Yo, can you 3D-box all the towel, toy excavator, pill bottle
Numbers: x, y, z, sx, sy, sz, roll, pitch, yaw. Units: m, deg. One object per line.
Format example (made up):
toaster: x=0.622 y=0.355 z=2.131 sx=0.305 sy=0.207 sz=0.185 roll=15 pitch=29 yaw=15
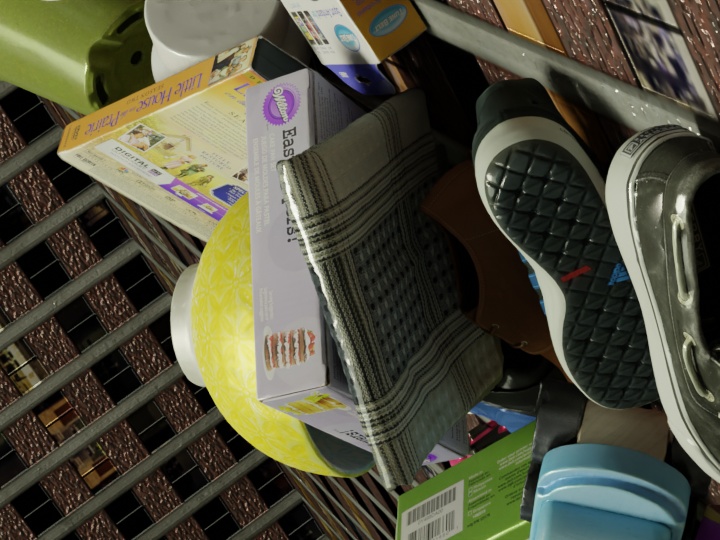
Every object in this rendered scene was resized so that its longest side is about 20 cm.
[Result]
towel: x=0.029 y=0.003 z=1.074 sx=0.200 sy=0.034 sz=0.193 roll=-39 pitch=-68 yaw=-64
toy excavator: x=0.123 y=0.189 z=1.044 sx=0.100 sy=0.200 sz=0.195 roll=13 pitch=143 yaw=10
pill bottle: x=-0.082 y=-0.128 z=1.314 sx=0.110 sy=0.110 sz=0.200 roll=49 pitch=169 yaw=27

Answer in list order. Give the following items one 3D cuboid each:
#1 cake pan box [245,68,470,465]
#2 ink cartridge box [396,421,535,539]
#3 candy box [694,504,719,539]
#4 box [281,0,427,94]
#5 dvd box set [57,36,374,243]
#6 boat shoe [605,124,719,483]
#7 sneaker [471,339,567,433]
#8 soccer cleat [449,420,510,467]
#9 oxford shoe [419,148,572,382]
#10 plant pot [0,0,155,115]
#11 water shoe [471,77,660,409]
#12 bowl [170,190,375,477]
cake pan box: x=0.000 y=0.000 z=1.114 sx=0.184 sy=0.052 sz=0.200 roll=32 pitch=-130 yaw=-59
ink cartridge box: x=0.141 y=0.195 z=1.230 sx=0.200 sy=0.148 sz=0.076 roll=37 pitch=-142 yaw=-29
candy box: x=0.206 y=0.241 z=1.020 sx=0.056 sy=0.200 sz=0.117 roll=9 pitch=-164 yaw=-29
box: x=-0.033 y=-0.191 z=1.091 sx=0.200 sy=0.041 sz=0.119 roll=54 pitch=170 yaw=-15
dvd box set: x=-0.083 y=-0.080 z=1.251 sx=0.146 sy=0.029 sz=0.200 roll=30 pitch=147 yaw=-35
boat shoe: x=0.164 y=0.031 z=0.826 sx=0.200 sy=0.071 sz=0.064 roll=61 pitch=169 yaw=-28
sneaker: x=0.071 y=0.053 z=1.265 sx=0.200 sy=0.077 sz=0.111 roll=29 pitch=159 yaw=48
soccer cleat: x=0.123 y=0.155 z=1.427 sx=0.086 sy=0.070 sz=0.200 roll=55 pitch=170 yaw=-6
oxford shoe: x=0.097 y=0.021 z=1.107 sx=0.200 sy=0.071 sz=0.071 roll=56 pitch=168 yaw=-20
plant pot: x=-0.249 y=-0.221 z=1.646 sx=0.190 sy=0.200 sz=0.200 roll=32 pitch=160 yaw=30
water shoe: x=0.116 y=-0.015 z=0.965 sx=0.079 sy=0.071 sz=0.200 roll=-95 pitch=-19 yaw=-49
bowl: x=-0.055 y=0.032 z=1.200 sx=0.200 sy=0.107 sz=0.201 roll=-4 pitch=-90 yaw=-68
